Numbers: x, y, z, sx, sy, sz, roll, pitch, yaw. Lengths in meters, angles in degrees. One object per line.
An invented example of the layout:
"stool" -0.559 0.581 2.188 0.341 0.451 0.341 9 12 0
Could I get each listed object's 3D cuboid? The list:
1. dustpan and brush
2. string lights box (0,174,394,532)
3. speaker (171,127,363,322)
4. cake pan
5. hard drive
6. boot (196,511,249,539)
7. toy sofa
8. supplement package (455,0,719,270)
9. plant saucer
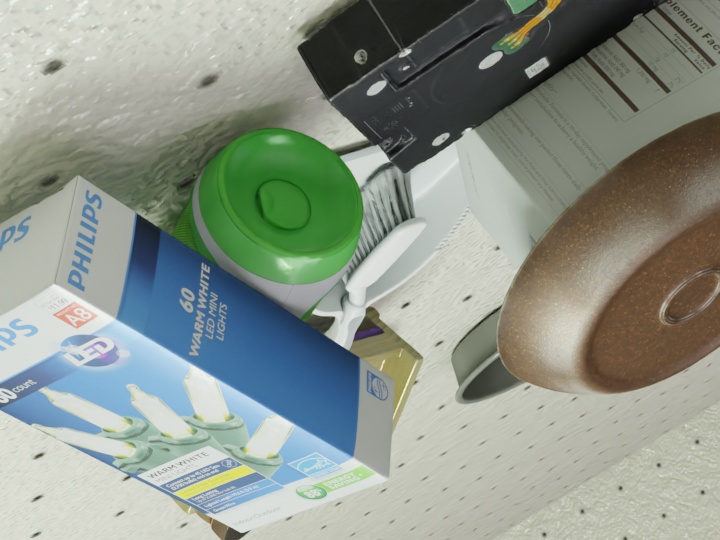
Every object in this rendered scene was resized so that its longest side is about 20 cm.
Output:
"dustpan and brush" 0.000 0.000 0.902 0.139 0.057 0.200 -19 159 -34
"string lights box" -0.088 0.046 0.692 0.103 0.059 0.200 -26 135 35
"speaker" -0.068 0.014 0.772 0.088 0.089 0.200 -19 159 -33
"cake pan" 0.164 0.053 1.369 0.200 0.037 0.200 -28 163 -10
"hard drive" 0.078 -0.129 0.712 0.200 0.038 0.140 -33 163 9
"boot" -0.055 0.112 1.139 0.200 0.075 0.074 -38 155 -30
"toy sofa" -0.063 0.080 1.018 0.200 0.098 0.083 -12 132 -45
"supplement package" 0.163 -0.078 0.825 0.200 0.110 0.114 -31 146 -7
"plant saucer" 0.164 0.003 0.794 0.200 0.037 0.201 -23 144 -18
